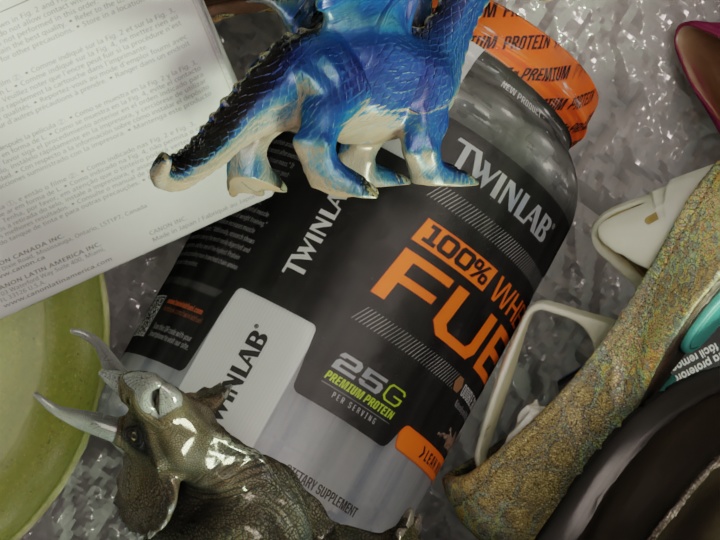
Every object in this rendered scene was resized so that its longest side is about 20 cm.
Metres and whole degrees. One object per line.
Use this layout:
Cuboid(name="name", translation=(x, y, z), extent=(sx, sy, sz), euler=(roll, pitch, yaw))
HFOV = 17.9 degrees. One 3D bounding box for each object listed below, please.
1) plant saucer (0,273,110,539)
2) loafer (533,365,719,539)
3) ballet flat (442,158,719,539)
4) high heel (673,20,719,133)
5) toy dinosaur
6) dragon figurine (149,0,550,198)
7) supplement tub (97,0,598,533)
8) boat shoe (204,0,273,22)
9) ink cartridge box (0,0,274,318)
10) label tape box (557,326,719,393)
Cuboid(name="plant saucer", translation=(-0.190, 0.022, 0.820), extent=(0.198, 0.031, 0.202), euler=(0, 89, -18))
Cuboid(name="loafer", translation=(0.088, 0.115, 0.758), extent=(0.071, 0.073, 0.200), euler=(36, 68, 26))
Cuboid(name="ballet flat", translation=(0.096, 0.018, 0.809), extent=(0.070, 0.071, 0.201), euler=(30, 103, -15))
Cuboid(name="high heel", translation=(0.162, -0.039, 0.863), extent=(0.095, 0.200, 0.068), euler=(22, 110, -4))
Cuboid(name="toy dinosaur", translation=(-0.041, 0.113, 0.747), extent=(0.077, 0.102, 0.202), euler=(-39, 136, -55))
Cuboid(name="dragon figurine", translation=(-0.009, -0.074, 0.723), extent=(0.199, 0.059, 0.100), euler=(-8, 97, -47))
Cuboid(name="supplement tub", translation=(0.000, 0.000, 0.835), extent=(0.122, 0.122, 0.201), euler=(32, 80, -15))
Cuboid(name="boat shoe", translation=(-0.017, -0.125, 0.810), extent=(0.199, 0.072, 0.073), euler=(-16, 117, -24))
Cuboid(name="ink cartridge box", translation=(-0.128, -0.067, 0.723), extent=(0.160, 0.050, 0.201), euler=(-24, 138, -1))
Cuboid(name="label tape box", translation=(0.187, 0.099, 0.892), extent=(0.143, 0.063, 0.201), euler=(-24, 83, -28))
